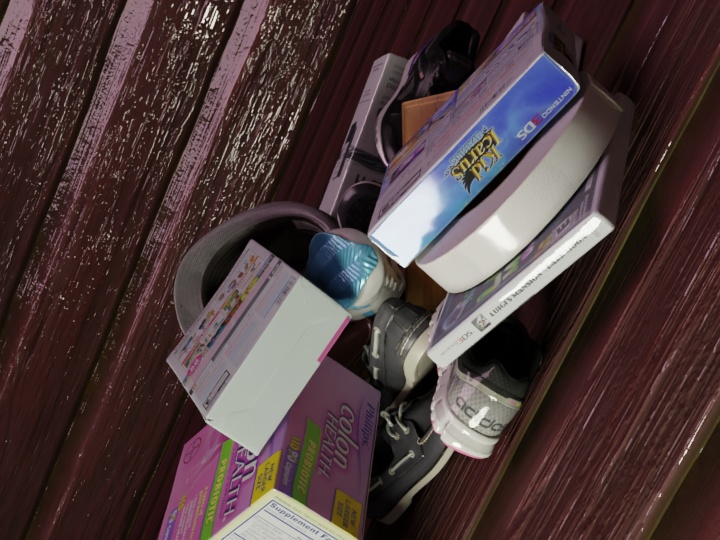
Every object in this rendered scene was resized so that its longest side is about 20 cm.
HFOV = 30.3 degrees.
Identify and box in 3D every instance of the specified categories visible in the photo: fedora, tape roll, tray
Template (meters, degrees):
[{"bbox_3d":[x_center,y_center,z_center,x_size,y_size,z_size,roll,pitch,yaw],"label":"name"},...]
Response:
[{"bbox_3d":[-0.088,0.023,1.405,0.199,0.090,0.178,-27,58,8],"label":"fedora"},{"bbox_3d":[0.121,-0.070,1.043,0.203,0.037,0.203,-48,10,11],"label":"tape roll"},{"bbox_3d":[0.081,-0.061,1.226,0.098,0.037,0.202,-4,85,53],"label":"tray"}]

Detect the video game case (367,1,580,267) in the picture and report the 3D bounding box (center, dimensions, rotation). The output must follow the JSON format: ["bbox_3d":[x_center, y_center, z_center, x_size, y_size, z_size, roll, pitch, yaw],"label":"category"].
[{"bbox_3d":[0.094,-0.114,1.083,0.200,0.045,0.181,-45,12,22],"label":"video game case"}]

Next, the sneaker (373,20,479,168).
[{"bbox_3d":[0.071,-0.176,1.329,0.088,0.075,0.201,-48,21,47],"label":"sneaker"}]

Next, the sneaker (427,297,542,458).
[{"bbox_3d":[0.104,0.062,1.071,0.088,0.074,0.200,-52,14,27],"label":"sneaker"}]

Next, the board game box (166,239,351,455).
[{"bbox_3d":[-0.097,0.062,1.206,0.148,0.064,0.200,-55,21,-1],"label":"board game box"}]

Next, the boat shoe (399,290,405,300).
[{"bbox_3d":[0.091,-0.006,1.288,0.202,0.063,0.074,-58,12,37],"label":"boat shoe"}]

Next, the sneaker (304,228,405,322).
[{"bbox_3d":[0.000,0.000,1.225,0.200,0.080,0.077,131,121,-77],"label":"sneaker"}]

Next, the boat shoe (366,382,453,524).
[{"bbox_3d":[0.041,0.156,1.211,0.073,0.062,0.200,-78,15,-52],"label":"boat shoe"}]

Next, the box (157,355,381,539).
[{"bbox_3d":[-0.086,0.198,1.202,0.200,0.096,0.176,-40,25,34],"label":"box"}]

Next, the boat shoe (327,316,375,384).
[{"bbox_3d":[-0.057,0.115,1.329,0.200,0.068,0.072,-41,40,4],"label":"boat shoe"}]

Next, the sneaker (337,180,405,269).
[{"bbox_3d":[0.033,-0.053,1.334,0.072,0.200,0.083,-34,57,18],"label":"sneaker"}]

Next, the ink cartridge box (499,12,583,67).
[{"bbox_3d":[0.136,-0.139,1.300,0.200,0.066,0.116,126,162,-54],"label":"ink cartridge box"}]

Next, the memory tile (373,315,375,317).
[{"bbox_3d":[-0.021,0.064,1.495,0.017,0.153,0.201,-9,58,45],"label":"memory tile"}]

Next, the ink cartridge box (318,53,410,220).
[{"bbox_3d":[0.053,-0.116,1.461,0.083,0.146,0.201,-166,96,-79],"label":"ink cartridge box"}]

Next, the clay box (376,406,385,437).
[{"bbox_3d":[-0.021,0.161,1.370,0.048,0.114,0.201,62,-144,-51],"label":"clay box"}]

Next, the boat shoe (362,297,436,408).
[{"bbox_3d":[0.037,0.078,1.249,0.073,0.063,0.200,-48,-11,-19],"label":"boat shoe"}]

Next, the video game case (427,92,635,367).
[{"bbox_3d":[0.133,-0.035,1.025,0.182,0.023,0.200,-43,13,33],"label":"video game case"}]
